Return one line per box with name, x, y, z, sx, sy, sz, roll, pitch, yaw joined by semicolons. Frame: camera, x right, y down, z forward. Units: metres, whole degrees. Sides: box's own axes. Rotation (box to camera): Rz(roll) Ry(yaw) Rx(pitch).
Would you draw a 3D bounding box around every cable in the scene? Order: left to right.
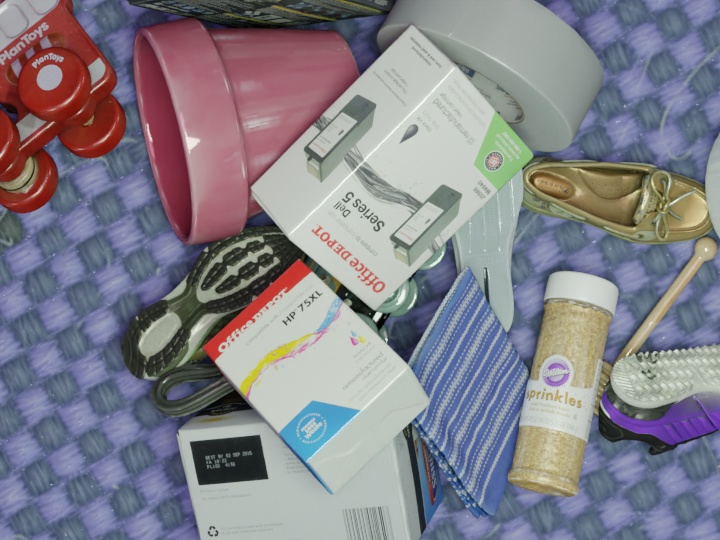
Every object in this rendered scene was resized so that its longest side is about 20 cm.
cable;-0.089;0.089;1.432;0.199;0.050;0.097;-35;56;5

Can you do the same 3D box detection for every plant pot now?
plant pot;-0.096;-0.138;1.442;0.177;0.200;0.202;-13;91;-17

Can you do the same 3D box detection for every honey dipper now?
honey dipper;0.275;0.051;1.515;0.038;0.038;0.201;36;88;-1

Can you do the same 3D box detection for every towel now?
towel;0.105;0.115;1.436;0.024;0.201;0.145;8;55;37

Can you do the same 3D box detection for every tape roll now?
tape roll;0.115;-0.187;1.424;0.199;0.200;0.067;30;79;-1

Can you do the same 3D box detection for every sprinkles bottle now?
sprinkles bottle;0.188;0.105;1.476;0.068;0.068;0.202;13;77;-1

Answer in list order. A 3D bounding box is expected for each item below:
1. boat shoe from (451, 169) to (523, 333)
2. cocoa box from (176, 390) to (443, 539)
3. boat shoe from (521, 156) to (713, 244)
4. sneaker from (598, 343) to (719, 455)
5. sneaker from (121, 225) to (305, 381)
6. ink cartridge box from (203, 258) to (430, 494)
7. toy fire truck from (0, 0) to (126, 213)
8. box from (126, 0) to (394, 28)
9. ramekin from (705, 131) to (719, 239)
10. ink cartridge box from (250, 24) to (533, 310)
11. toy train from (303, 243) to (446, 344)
boat shoe;0.110;-0.036;1.485;0.071;0.062;0.202;0;99;-9
cocoa box;-0.041;0.176;1.433;0.198;0.131;0.135;-7;101;18
boat shoe;0.242;-0.066;1.498;0.198;0.063;0.074;7;90;-1
sneaker;0.309;0.128;1.503;0.198;0.070;0.100;1;131;-20
sneaker;-0.129;0.032;1.489;0.199;0.089;0.077;-37;66;9
ink cartridge box;-0.049;0.076;1.345;0.116;0.067;0.200;-42;53;-7
toy fire truck;-0.326;-0.163;1.482;0.199;0.112;0.168;-38;67;0
box;-0.084;-0.250;1.400;0.160;0.199;0.050;-1;90;30
ramekin;0.415;-0.079;1.464;0.198;0.098;0.203;0;89;-14
ink cartridge box;0.027;-0.085;1.372;0.200;0.084;0.145;-45;135;5
toy train;0.000;0.000;1.493;0.113;0.085;0.201;33;93;12
